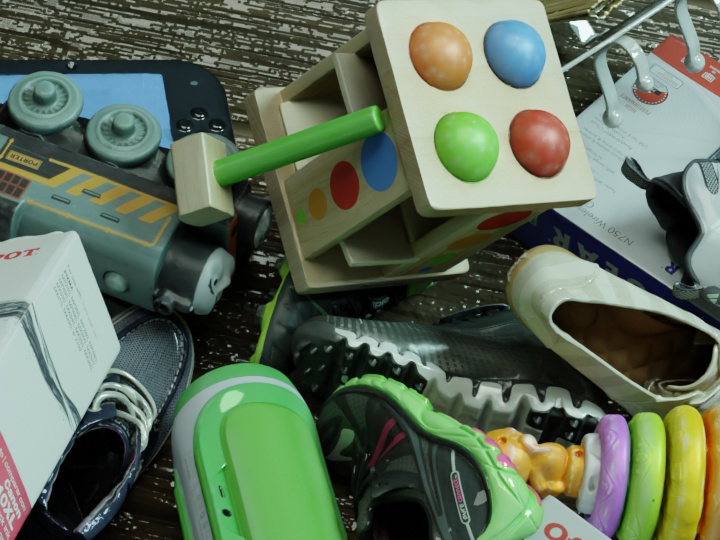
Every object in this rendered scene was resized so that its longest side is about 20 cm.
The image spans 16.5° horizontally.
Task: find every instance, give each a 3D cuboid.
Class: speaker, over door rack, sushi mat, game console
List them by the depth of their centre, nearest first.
[{"bbox_3d":[-0.051,0.146,1.356,0.088,0.089,0.201,-8,43,-10],"label":"speaker"},{"bbox_3d":[-0.175,-0.067,1.551,0.198,0.031,0.178,-2,44,-12],"label":"game console"},{"bbox_3d":[0.135,-0.119,1.557,0.147,0.200,0.067,-32,104,-17],"label":"over door rack"},{"bbox_3d":[0.131,-0.178,1.607,0.095,0.200,0.012,-36,104,-21],"label":"sushi mat"}]

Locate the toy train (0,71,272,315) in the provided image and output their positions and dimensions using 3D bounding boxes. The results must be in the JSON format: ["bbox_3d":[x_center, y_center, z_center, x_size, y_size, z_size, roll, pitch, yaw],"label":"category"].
[{"bbox_3d":[-0.155,-0.039,1.463,0.199,0.085,0.114,21,54,10],"label":"toy train"}]

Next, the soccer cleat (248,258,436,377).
[{"bbox_3d":[0.000,0.000,1.507,0.081,0.068,0.200,26,51,11],"label":"soccer cleat"}]

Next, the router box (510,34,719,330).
[{"bbox_3d":[0.221,-0.039,1.564,0.200,0.049,0.179,35,56,22],"label":"router box"}]

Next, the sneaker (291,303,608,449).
[{"bbox_3d":[0.057,0.056,1.461,0.199,0.067,0.091,16,44,-3],"label":"sneaker"}]

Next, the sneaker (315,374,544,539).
[{"bbox_3d":[0.019,0.115,1.360,0.084,0.077,0.200,-42,24,-14],"label":"sneaker"}]

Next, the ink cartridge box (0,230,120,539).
[{"bbox_3d":[-0.231,0.072,1.317,0.144,0.085,0.200,-9,28,21],"label":"ink cartridge box"}]

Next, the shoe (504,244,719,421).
[{"bbox_3d":[0.168,0.052,1.423,0.199,0.070,0.053,29,5,-27],"label":"shoe"}]

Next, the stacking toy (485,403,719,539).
[{"bbox_3d":[0.160,0.118,1.385,0.198,0.110,0.117,7,47,-3],"label":"stacking toy"}]

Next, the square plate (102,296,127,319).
[{"bbox_3d":[-0.236,0.057,1.466,0.199,0.029,0.198,27,54,17],"label":"square plate"}]

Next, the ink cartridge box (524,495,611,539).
[{"bbox_3d":[0.088,0.236,1.303,0.146,0.085,0.200,35,57,23],"label":"ink cartridge box"}]

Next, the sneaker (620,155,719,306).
[{"bbox_3d":[0.228,-0.059,1.498,0.139,0.078,0.201,10,50,4],"label":"sneaker"}]

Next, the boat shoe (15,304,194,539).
[{"bbox_3d":[-0.137,0.088,1.392,0.075,0.093,0.201,37,56,-13],"label":"boat shoe"}]

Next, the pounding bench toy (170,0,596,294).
[{"bbox_3d":[0.009,-0.072,1.402,0.199,0.156,0.125,-5,74,-37],"label":"pounding bench toy"}]
